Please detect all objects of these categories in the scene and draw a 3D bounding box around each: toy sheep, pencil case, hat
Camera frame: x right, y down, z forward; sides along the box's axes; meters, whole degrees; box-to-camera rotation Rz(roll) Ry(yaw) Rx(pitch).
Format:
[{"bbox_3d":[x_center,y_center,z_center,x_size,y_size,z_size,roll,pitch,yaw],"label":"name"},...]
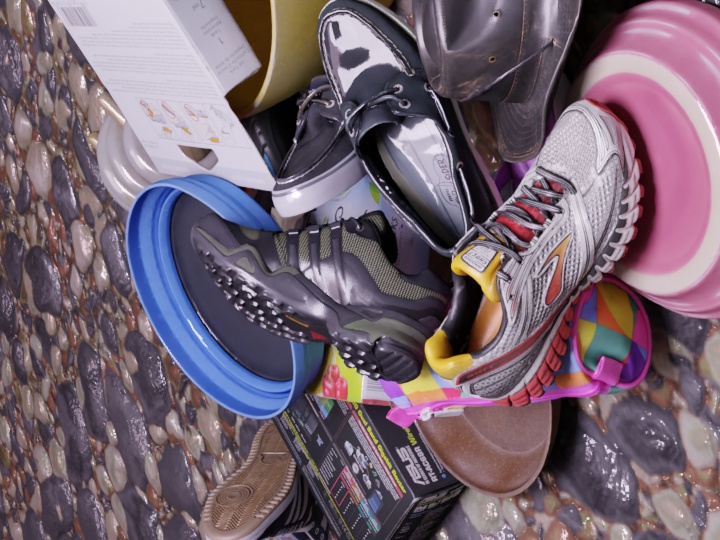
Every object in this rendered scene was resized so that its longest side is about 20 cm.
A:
[{"bbox_3d":[-0.180,-0.107,1.553,0.200,0.138,0.138,126,123,-71],"label":"toy sheep"},{"bbox_3d":[0.100,0.056,1.153,0.200,0.088,0.089,-16,91,48],"label":"pencil case"},{"bbox_3d":[0.075,-0.169,1.085,0.201,0.081,0.201,-177,90,-79],"label":"hat"}]

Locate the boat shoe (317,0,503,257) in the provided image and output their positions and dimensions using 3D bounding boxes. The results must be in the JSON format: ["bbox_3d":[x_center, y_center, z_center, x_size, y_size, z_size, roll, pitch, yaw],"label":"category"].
[{"bbox_3d":[0.025,-0.092,1.137,0.074,0.066,0.200,-24,95,29],"label":"boat shoe"}]

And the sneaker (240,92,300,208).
[{"bbox_3d":[-0.072,-0.147,1.382,0.073,0.082,0.200,134,122,-62],"label":"sneaker"}]

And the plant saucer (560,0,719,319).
[{"bbox_3d":[0.188,-0.064,1.044,0.200,0.051,0.201,34,133,47],"label":"plant saucer"}]

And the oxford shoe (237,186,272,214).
[{"bbox_3d":[-0.079,-0.009,1.391,0.200,0.072,0.071,102,-175,-59],"label":"oxford shoe"}]

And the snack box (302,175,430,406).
[{"bbox_3d":[0.000,0.000,1.309,0.142,0.053,0.201,1,85,64],"label":"snack box"}]

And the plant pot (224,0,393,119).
[{"bbox_3d":[-0.056,-0.224,1.276,0.200,0.142,0.201,34,132,48],"label":"plant pot"}]

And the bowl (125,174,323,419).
[{"bbox_3d":[-0.104,0.018,1.313,0.200,0.039,0.201,32,138,34],"label":"bowl"}]

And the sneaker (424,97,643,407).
[{"bbox_3d":[0.105,-0.010,1.038,0.078,0.082,0.200,34,106,49],"label":"sneaker"}]

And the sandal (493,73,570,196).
[{"bbox_3d":[0.118,-0.044,1.168,0.082,0.050,0.203,6,109,58],"label":"sandal"}]

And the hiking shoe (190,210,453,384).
[{"bbox_3d":[-0.023,0.000,1.180,0.200,0.101,0.076,28,157,22],"label":"hiking shoe"}]

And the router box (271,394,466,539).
[{"bbox_3d":[0.000,0.136,1.437,0.200,0.062,0.150,59,147,23],"label":"router box"}]

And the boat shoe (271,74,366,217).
[{"bbox_3d":[-0.013,-0.112,1.210,0.070,0.200,0.066,-12,116,41],"label":"boat shoe"}]

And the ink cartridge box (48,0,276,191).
[{"bbox_3d":[-0.136,-0.146,1.267,0.200,0.044,0.174,13,140,56],"label":"ink cartridge box"}]

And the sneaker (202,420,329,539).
[{"bbox_3d":[-0.079,0.222,1.517,0.070,0.200,0.109,0,114,17],"label":"sneaker"}]

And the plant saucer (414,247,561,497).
[{"bbox_3d":[0.091,0.070,1.282,0.200,0.037,0.201,32,129,49],"label":"plant saucer"}]
